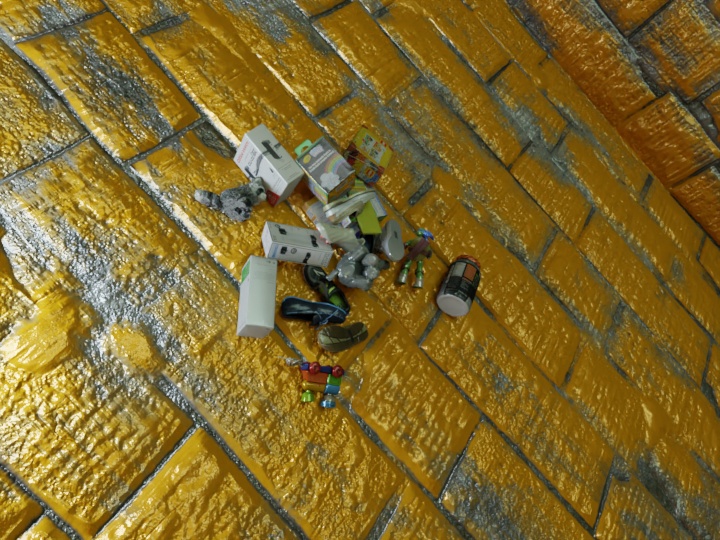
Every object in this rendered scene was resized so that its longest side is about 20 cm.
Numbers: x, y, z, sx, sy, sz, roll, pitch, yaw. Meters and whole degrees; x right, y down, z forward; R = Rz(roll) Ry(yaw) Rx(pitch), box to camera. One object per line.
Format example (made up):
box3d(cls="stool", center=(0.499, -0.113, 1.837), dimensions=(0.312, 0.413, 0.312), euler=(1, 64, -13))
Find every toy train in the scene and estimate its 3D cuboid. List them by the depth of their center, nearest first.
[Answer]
box3d(cls="toy train", center=(-0.146, 0.311, 1.448), dimensions=(0.196, 0.084, 0.118), euler=(14, 75, -24))

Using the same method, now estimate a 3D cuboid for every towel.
box3d(cls="towel", center=(0.005, -0.208, 1.722), dimensions=(0.085, 0.018, 0.203), euler=(-4, 66, -38))

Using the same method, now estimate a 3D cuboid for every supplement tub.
box3d(cls="supplement tub", center=(0.350, 0.049, 1.826), dimensions=(0.122, 0.122, 0.202), euler=(36, 54, -10))

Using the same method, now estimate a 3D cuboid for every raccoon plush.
box3d(cls="raccoon plush", center=(-0.377, -0.241, 1.561), dimensions=(0.197, 0.097, 0.136), euler=(27, 49, -17))

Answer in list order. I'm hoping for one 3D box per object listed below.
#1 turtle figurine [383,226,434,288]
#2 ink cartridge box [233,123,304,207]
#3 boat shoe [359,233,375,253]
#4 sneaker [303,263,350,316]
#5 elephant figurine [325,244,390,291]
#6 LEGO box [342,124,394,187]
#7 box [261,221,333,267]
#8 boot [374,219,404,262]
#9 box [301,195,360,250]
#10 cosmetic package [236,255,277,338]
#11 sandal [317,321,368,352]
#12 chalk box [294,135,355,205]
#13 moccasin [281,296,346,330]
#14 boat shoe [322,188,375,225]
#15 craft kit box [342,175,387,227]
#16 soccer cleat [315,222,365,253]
box3d(cls="turtle figurine", center=(0.175, -0.043, 1.798), dimensions=(0.143, 0.197, 0.198), euler=(22, 77, -45))
box3d(cls="ink cartridge box", center=(-0.286, -0.323, 1.614), dimensions=(0.201, 0.144, 0.084), euler=(50, 54, 0))
box3d(cls="boat shoe", center=(0.010, -0.044, 1.710), dimensions=(0.067, 0.057, 0.204), euler=(19, 61, -20))
box3d(cls="sneaker", center=(-0.095, 0.054, 1.586), dimensions=(0.071, 0.083, 0.201), euler=(-39, 89, -26))
box3d(cls="elephant figurine", center=(0.000, 0.000, 1.608), dimensions=(0.153, 0.200, 0.143), euler=(30, 91, 2))
box3d(cls="LEGO box", center=(0.025, -0.407, 1.841), dimensions=(0.148, 0.077, 0.201), euler=(37, 36, -10))
box3d(cls="box", center=(-0.191, -0.078, 1.578), dimensions=(0.196, 0.061, 0.117), euler=(8, 33, -27))
box3d(cls="boot", center=(0.089, -0.076, 1.723), dimensions=(0.073, 0.096, 0.202), euler=(32, 35, -20))
box3d(cls="box", center=(-0.089, -0.160, 1.719), dimensions=(0.119, 0.041, 0.202), euler=(-36, 90, -38))
box3d(cls="cosmetic package", center=(-0.286, 0.075, 1.453), dimensions=(0.083, 0.108, 0.204), euler=(12, 61, -24))
box3d(cls="sandal", center=(-0.056, 0.201, 1.567), dimensions=(0.198, 0.054, 0.082), euler=(-8, 77, -48))
box3d(cls="chalk box", center=(-0.123, -0.321, 1.640), dimensions=(0.124, 0.124, 0.200), euler=(-40, 80, -11))
box3d(cls="moccasin", center=(-0.139, 0.136, 1.536), dimensions=(0.196, 0.081, 0.069), euler=(11, 52, -10))
box3d(cls="boat shoe", center=(-0.027, -0.200, 1.650), dimensions=(0.198, 0.074, 0.069), euler=(-26, 92, -29))
box3d(cls="craft kit box", center=(-0.023, -0.250, 1.767), dimensions=(0.196, 0.048, 0.203), euler=(-13, 71, -50))
box3d(cls="soccer cleat", center=(-0.062, -0.109, 1.603), dimensions=(0.199, 0.077, 0.070), euler=(32, 21, -50))
